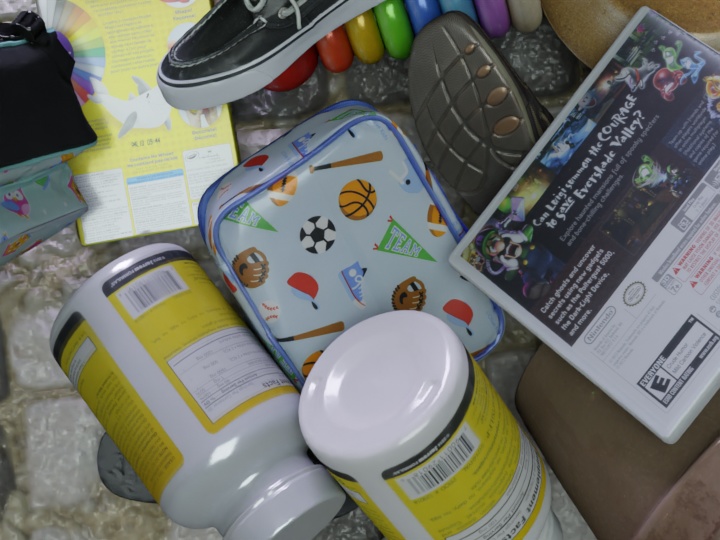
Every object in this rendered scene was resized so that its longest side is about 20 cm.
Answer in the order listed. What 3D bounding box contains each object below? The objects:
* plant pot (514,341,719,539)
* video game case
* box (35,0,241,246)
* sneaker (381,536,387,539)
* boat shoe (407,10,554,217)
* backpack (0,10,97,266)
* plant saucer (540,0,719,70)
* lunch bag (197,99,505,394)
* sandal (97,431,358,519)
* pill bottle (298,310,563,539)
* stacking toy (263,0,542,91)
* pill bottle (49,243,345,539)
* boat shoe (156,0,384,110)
[{"bbox_3d":[0.193,0.105,0.964,0.174,0.200,0.200,43,91,24],"label":"plant pot"},{"bbox_3d":[0.177,-0.031,0.898,0.182,0.023,0.201,40,95,28],"label":"video game case"},{"bbox_3d":[-0.146,-0.125,1.001,0.116,0.048,0.202,-9,97,-2],"label":"box"},{"bbox_3d":[-0.039,0.239,1.017,0.093,0.070,0.200,39,94,-10],"label":"sneaker"},{"bbox_3d":[0.092,-0.081,0.992,0.074,0.073,0.201,-17,114,25],"label":"boat shoe"},{"bbox_3d":[-0.279,-0.060,0.929,0.198,0.176,0.155,-10,103,24],"label":"backpack"},{"bbox_3d":[0.212,-0.208,0.978,0.198,0.035,0.202,-1,70,2],"label":"plant saucer"},{"bbox_3d":[0.000,0.000,0.984,0.160,0.076,0.201,-34,111,-8],"label":"lunch bag"},{"bbox_3d":[-0.079,0.136,1.022,0.198,0.043,0.077,-1,94,-3],"label":"sandal"},{"bbox_3d":[0.053,0.126,0.945,0.111,0.111,0.200,-36,129,0],"label":"pill bottle"},{"bbox_3d":[0.015,-0.171,0.996,0.198,0.085,0.086,-17,94,5],"label":"stacking toy"},{"bbox_3d":[-0.100,0.089,0.954,0.112,0.112,0.200,-39,72,1],"label":"pill bottle"},{"bbox_3d":[-0.046,-0.174,0.933,0.198,0.074,0.068,-28,136,2],"label":"boat shoe"}]
